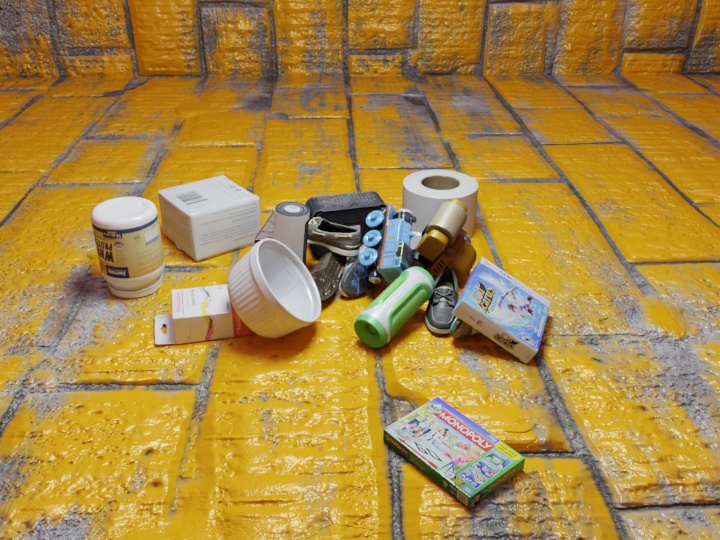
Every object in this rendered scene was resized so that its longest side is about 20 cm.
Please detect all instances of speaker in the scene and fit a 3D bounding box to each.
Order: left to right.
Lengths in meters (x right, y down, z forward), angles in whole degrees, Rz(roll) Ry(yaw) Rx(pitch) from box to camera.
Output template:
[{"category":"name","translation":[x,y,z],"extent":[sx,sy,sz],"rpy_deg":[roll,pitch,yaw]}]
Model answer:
[{"category":"speaker","translation":[-0.163,-0.051,1.617],"extent":[0.081,0.201,0.081],"rpy_deg":[5,28,-3]},{"category":"speaker","translation":[0.074,0.075,1.486],"extent":[0.088,0.089,0.200],"rpy_deg":[21,46,32]}]

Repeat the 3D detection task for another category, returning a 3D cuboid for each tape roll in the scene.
[{"category":"tape roll","translation":[0.211,-0.173,1.900],"extent":[0.202,0.140,0.203],"rpy_deg":[1,29,0]}]

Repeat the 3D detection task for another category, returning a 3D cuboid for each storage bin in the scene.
[{"category":"storage bin","translation":[-0.034,-0.116,1.797],"extent":[0.199,0.136,0.094],"rpy_deg":[-7,30,-12]}]

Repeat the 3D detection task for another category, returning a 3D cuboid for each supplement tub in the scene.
[{"category":"supplement tub","translation":[-0.526,-0.052,1.612],"extent":[0.144,0.201,0.145],"rpy_deg":[0,29,0]}]

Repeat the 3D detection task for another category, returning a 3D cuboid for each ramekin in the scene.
[{"category":"ramekin","translation":[-0.183,0.045,1.459],"extent":[0.105,0.200,0.200],"rpy_deg":[-34,22,20]}]

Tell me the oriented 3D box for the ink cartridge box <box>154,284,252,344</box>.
[{"category":"ink cartridge box","translation":[-0.337,0.091,1.496],"extent":[0.199,0.068,0.117],"rpy_deg":[-7,31,-13]}]

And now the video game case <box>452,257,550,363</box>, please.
[{"category":"video game case","translation":[0.300,0.077,1.477],"extent":[0.181,0.046,0.200],"rpy_deg":[33,35,3]}]

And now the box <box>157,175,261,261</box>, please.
[{"category":"box","translation":[-0.392,-0.141,1.843],"extent":[0.200,0.131,0.199],"rpy_deg":[-20,35,-33]}]

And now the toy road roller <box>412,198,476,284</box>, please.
[{"category":"toy road roller","translation":[0.210,-0.055,1.646],"extent":[0.146,0.200,0.123],"rpy_deg":[32,60,1]}]

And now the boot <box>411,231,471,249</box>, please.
[{"category":"boot","translation":[0.181,-0.065,1.797],"extent":[0.199,0.073,0.090],"rpy_deg":[7,11,14]}]

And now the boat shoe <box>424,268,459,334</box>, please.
[{"category":"boat shoe","translation":[0.181,0.063,1.553],"extent":[0.072,0.066,0.201],"rpy_deg":[7,30,7]}]

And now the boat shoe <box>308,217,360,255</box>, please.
[{"category":"boat shoe","translation":[-0.090,-0.093,1.667],"extent":[0.201,0.060,0.072],"rpy_deg":[19,28,20]}]

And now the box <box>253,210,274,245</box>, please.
[{"category":"box","translation":[-0.201,-0.078,1.765],"extent":[0.075,0.100,0.200],"rpy_deg":[6,29,10]}]

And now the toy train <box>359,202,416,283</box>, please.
[{"category":"toy train","translation":[0.069,-0.062,1.621],"extent":[0.114,0.087,0.201],"rpy_deg":[-5,57,24]}]

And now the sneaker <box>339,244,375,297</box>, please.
[{"category":"sneaker","translation":[0.000,0.000,1.678],"extent":[0.077,0.076,0.200],"rpy_deg":[-25,19,41]}]

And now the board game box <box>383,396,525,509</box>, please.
[{"category":"board game box","translation":[0.153,0.297,1.177],"extent":[0.134,0.029,0.200],"rpy_deg":[-23,37,-34]}]

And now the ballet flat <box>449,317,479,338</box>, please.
[{"category":"ballet flat","translation":[0.251,0.091,1.513],"extent":[0.075,0.068,0.200],"rpy_deg":[19,30,14]}]

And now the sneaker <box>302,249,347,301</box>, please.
[{"category":"sneaker","translation":[-0.092,0.025,1.631],"extent":[0.070,0.075,0.200],"rpy_deg":[46,39,-8]}]
